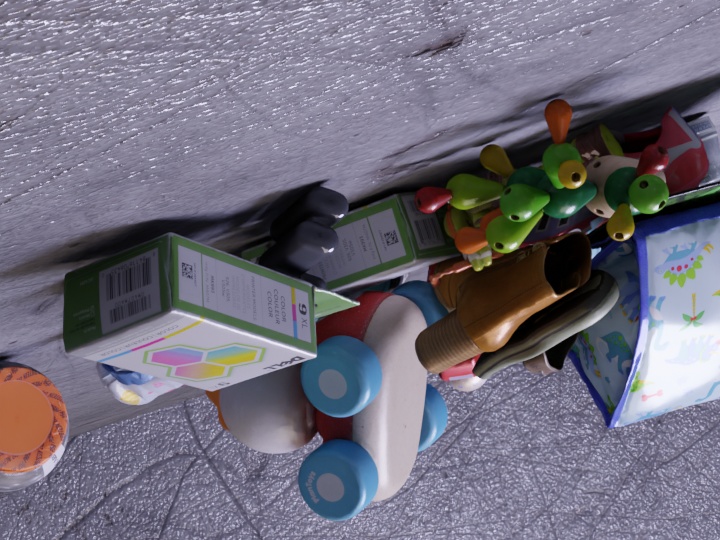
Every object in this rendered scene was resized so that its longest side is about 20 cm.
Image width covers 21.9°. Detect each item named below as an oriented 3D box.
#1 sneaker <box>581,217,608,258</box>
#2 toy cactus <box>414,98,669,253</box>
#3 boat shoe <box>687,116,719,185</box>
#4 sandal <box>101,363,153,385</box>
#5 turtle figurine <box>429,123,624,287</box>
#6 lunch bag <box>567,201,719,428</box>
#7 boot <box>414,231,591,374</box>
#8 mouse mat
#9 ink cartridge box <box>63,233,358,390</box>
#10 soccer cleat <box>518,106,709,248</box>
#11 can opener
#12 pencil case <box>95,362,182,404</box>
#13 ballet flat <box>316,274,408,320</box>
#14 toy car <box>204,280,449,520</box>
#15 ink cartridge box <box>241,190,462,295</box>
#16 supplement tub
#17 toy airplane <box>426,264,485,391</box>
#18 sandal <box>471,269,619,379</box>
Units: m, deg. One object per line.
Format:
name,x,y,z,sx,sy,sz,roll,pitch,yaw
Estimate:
sneaker,0.244,-0.028,1.661,0.095,0.079,0.200,9,151,10
toy cactus,0.152,-0.065,1.332,0.165,0.102,0.200,-9,177,-43
boat shoe,0.277,-0.083,1.703,0.070,0.072,0.201,-17,174,-13
sandal,-0.164,0.044,1.462,0.079,0.087,0.200,-22,176,18
turtle figurine,0.127,-0.062,1.473,0.161,0.064,0.200,-24,-170,25
lunch bag,0.271,0.015,1.530,0.170,0.127,0.200,-15,144,-20
boot,0.127,0.006,1.510,0.144,0.071,0.201,-32,-167,25
mouse mat,0.262,-0.051,1.503,0.161,0.008,0.200,-15,174,-12
ink cartridge box,-0.101,0.038,1.319,0.104,0.059,0.200,-20,154,35
soccer cleat,0.191,-0.075,1.541,0.200,0.077,0.067,-17,-157,32
can opener,-0.038,-0.012,1.387,0.067,0.053,0.200,20,164,-13
pencil case,-0.149,0.062,1.687,0.200,0.083,0.091,-20,-161,38
ballet flat,0.000,0.000,1.684,0.073,0.073,0.200,-15,174,-28
toy car,-0.049,0.093,1.560,0.200,0.177,0.184,10,-159,22
ink cartridge box,-0.028,-0.006,1.531,0.200,0.059,0.104,-20,175,24
supplement tub,-0.350,0.155,1.777,0.122,0.123,0.200,-16,175,-26
toy airplane,0.089,0.044,1.758,0.199,0.141,0.200,-30,-152,-36
sandal,0.153,0.057,1.523,0.080,0.057,0.201,-55,-168,-26
